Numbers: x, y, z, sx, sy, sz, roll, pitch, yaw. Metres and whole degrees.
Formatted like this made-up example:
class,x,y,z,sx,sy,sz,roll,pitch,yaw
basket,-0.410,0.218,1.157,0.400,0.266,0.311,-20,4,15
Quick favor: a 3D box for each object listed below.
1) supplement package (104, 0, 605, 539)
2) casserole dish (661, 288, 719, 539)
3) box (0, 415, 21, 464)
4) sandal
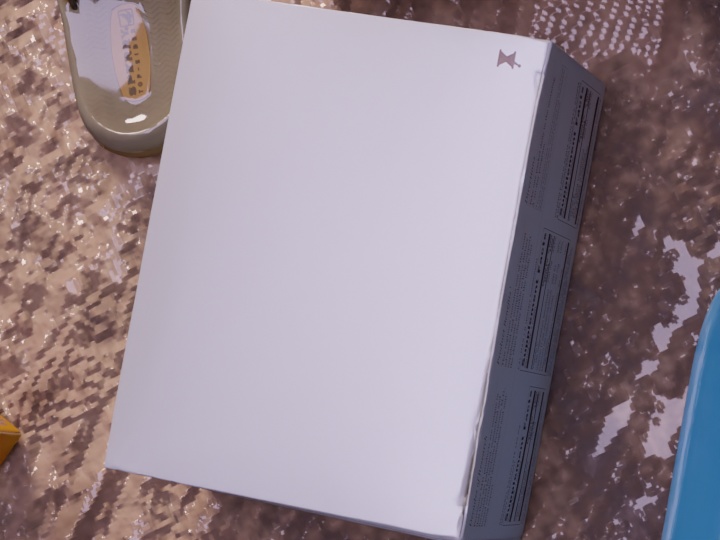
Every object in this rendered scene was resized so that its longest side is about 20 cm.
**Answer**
class,x,y,z,sx,sy,sz,roll,pitch,yaw
supplement package,0.000,0.000,1.005,0.155,0.111,0.201,10,87,17
casserole dish,0.172,0.090,0.955,0.121,0.039,0.201,4,83,61
box,-0.266,0.064,1.119,0.200,0.041,0.119,37,96,19
sandal,-0.117,-0.150,1.084,0.080,0.054,0.201,-14,81,15
